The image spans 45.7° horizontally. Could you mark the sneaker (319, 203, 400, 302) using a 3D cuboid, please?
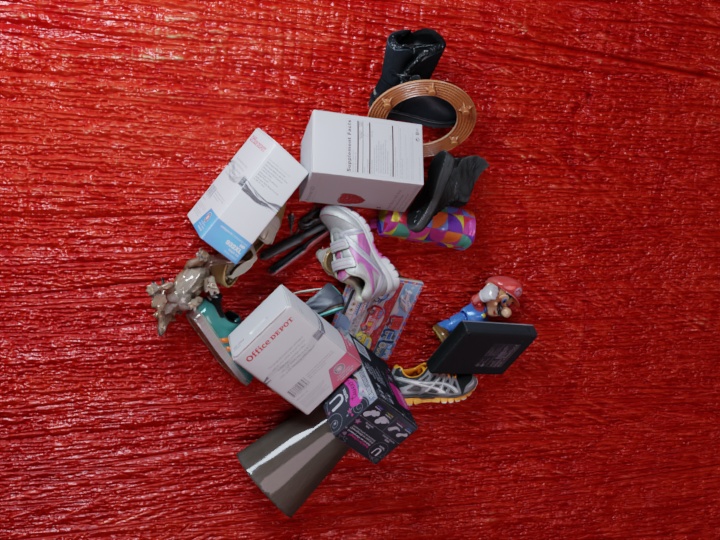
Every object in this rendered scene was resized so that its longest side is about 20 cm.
[{"bbox_3d":[-0.015,-0.027,1.536,0.088,0.081,0.201,-37,92,-28],"label":"sneaker"}]

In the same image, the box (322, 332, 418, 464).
[{"bbox_3d":[0.001,0.240,1.616,0.115,0.201,0.132,-43,125,10],"label":"box"}]

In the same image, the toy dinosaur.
[{"bbox_3d":[-0.301,0.022,1.498,0.199,0.135,0.086,-40,99,-9],"label":"toy dinosaur"}]

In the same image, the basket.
[{"bbox_3d":[-0.114,0.352,1.670,0.200,0.136,0.181,-42,123,-7],"label":"basket"}]

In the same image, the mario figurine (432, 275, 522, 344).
[{"bbox_3d":[0.248,0.094,1.718,0.199,0.123,0.106,-38,90,2],"label":"mario figurine"}]

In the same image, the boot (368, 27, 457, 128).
[{"bbox_3d":[0.122,-0.339,1.506,0.197,0.077,0.169,4,146,-16],"label":"boot"}]

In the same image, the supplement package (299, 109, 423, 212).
[{"bbox_3d":[-0.001,-0.188,1.495,0.197,0.121,0.122,5,69,-13],"label":"supplement package"}]

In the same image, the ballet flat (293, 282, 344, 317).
[{"bbox_3d":[-0.126,0.081,1.607,0.198,0.073,0.074,-26,115,7],"label":"ballet flat"}]

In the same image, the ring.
[{"bbox_3d":[0.110,-0.264,1.531,0.197,0.019,0.201,-1,147,-1],"label":"ring"}]

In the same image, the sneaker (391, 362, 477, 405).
[{"bbox_3d":[0.150,0.227,1.753,0.197,0.078,0.079,-4,101,-19],"label":"sneaker"}]

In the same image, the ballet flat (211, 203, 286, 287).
[{"bbox_3d":[-0.191,-0.050,1.537,0.200,0.063,0.069,-49,144,4],"label":"ballet flat"}]

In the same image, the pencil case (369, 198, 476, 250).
[{"bbox_3d":[0.123,-0.092,1.632,0.197,0.088,0.090,10,104,-20],"label":"pencil case"}]

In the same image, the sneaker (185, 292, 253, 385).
[{"bbox_3d":[-0.239,0.127,1.578,0.080,0.071,0.201,-42,127,-19],"label":"sneaker"}]

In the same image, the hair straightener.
[{"bbox_3d":[-0.102,-0.074,1.576,0.199,0.041,0.078,-33,116,-7],"label":"hair straightener"}]

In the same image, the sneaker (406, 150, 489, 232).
[{"bbox_3d":[0.163,-0.141,1.583,0.104,0.060,0.202,34,70,-32],"label":"sneaker"}]

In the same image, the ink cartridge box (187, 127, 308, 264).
[{"bbox_3d":[-0.195,-0.131,1.466,0.083,0.145,0.201,38,92,-27],"label":"ink cartridge box"}]

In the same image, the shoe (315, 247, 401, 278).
[{"bbox_3d":[0.000,0.000,1.636,0.198,0.053,0.071,24,82,-34],"label":"shoe"}]

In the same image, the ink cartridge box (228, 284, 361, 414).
[{"bbox_3d":[-0.119,0.143,1.544,0.146,0.083,0.200,-43,122,9],"label":"ink cartridge box"}]

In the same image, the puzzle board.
[{"bbox_3d":[0.022,0.093,1.655,0.149,0.017,0.202,8,124,-22],"label":"puzzle board"}]

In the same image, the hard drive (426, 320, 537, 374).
[{"bbox_3d":[0.247,0.159,1.730,0.198,0.033,0.140,5,135,-36],"label":"hard drive"}]
